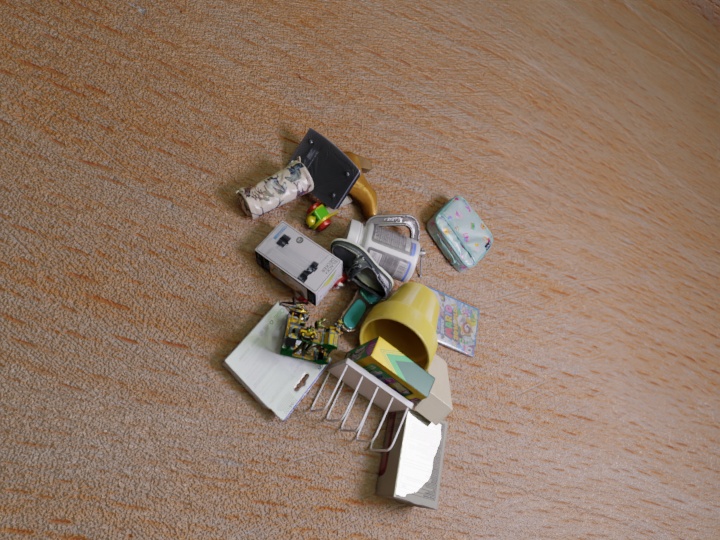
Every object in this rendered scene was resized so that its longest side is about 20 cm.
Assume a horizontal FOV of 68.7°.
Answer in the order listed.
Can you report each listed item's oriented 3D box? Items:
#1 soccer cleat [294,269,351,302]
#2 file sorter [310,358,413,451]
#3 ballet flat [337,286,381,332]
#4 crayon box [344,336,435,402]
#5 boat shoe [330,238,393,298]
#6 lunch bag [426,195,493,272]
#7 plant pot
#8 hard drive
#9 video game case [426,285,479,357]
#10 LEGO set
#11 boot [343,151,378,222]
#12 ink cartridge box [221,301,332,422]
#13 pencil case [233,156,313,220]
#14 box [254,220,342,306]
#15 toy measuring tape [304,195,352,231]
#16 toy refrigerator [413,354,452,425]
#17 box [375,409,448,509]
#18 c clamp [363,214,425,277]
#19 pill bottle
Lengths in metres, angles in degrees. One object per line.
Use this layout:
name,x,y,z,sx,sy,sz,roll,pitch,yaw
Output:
soccer cleat,-0.088,0.013,1.361,0.196,0.069,0.087,-26,84,-27
file sorter,-0.002,0.327,1.257,0.197,0.138,0.127,35,64,-11
ballet flat,0.001,0.084,1.380,0.071,0.065,0.200,49,57,-5
crayon box,0.060,0.249,1.276,0.171,0.199,0.059,38,61,-9
boat shoe,-0.001,0.002,1.322,0.199,0.074,0.067,43,34,-15
lunch bag,0.300,-0.106,1.583,0.160,0.077,0.202,-41,93,-31
plant pot,0.119,0.140,1.357,0.201,0.200,0.190,44,44,-6
hard drive,-0.095,-0.268,1.397,0.199,0.137,0.042,42,13,21
video game case,0.251,0.145,1.509,0.194,0.018,0.148,23,65,-17
LEGO set,-0.112,0.127,1.204,0.147,0.202,0.120,9,65,-1
boot,-0.028,-0.229,1.457,0.139,0.070,0.210,1,75,-32
ink cartridge box,-0.195,0.216,1.254,0.201,0.040,0.200,46,59,-6
pencil case,-0.219,-0.207,1.339,0.196,0.077,0.092,-30,98,-17
box,-0.151,-0.020,1.299,0.197,0.061,0.117,34,61,16
toy measuring tape,-0.093,-0.156,1.429,0.075,0.073,0.199,53,37,-1
toy refrigerator,0.178,0.291,1.336,0.075,0.071,0.201,36,22,-11
box,0.126,0.460,1.290,0.124,0.109,0.207,22,65,-18
c clamp,0.096,-0.070,1.469,0.192,0.027,0.178,3,103,-16
pill bottle,0.049,-0.055,1.388,0.193,0.114,0.117,20,65,-8
